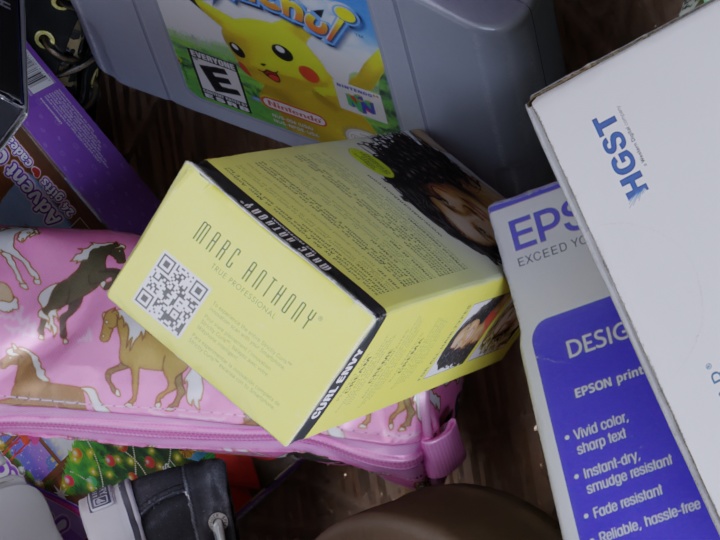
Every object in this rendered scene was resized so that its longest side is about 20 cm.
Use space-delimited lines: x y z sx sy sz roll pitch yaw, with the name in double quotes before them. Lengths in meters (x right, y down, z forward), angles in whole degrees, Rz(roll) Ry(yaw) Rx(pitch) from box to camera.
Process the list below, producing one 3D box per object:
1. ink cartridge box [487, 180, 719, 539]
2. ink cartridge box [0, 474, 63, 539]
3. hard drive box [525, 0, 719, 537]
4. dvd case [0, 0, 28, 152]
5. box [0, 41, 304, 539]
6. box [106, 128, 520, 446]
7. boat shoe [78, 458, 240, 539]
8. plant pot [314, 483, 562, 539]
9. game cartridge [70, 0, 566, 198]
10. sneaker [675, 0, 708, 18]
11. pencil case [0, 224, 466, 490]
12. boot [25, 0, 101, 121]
"ink cartridge box" 0.152 0.043 0.881 0.197 0.043 0.201 -19 68 16
"ink cartridge box" -0.171 0.188 1.194 0.146 0.083 0.200 63 145 13
"hard drive box" 0.169 -0.019 0.827 0.199 0.077 0.157 -27 66 11
"dvd case" -0.173 -0.068 1.119 0.150 0.025 0.201 -50 28 26
"box" -0.117 0.026 1.162 0.200 0.039 0.137 50 126 4
"box" 0.000 0.000 0.925 0.075 0.200 0.050 39 107 12
"boat shoe" -0.044 0.166 1.118 0.072 0.067 0.201 -122 14 -81
"plant pot" -0.008 0.189 0.984 0.200 0.174 0.202 25 123 46
"game cartridge" -0.023 -0.090 1.032 0.199 0.041 0.134 20 150 24
"sneaker" 0.127 -0.075 0.953 0.200 0.077 0.089 -42 51 33
"pencil case" -0.059 0.030 1.064 0.199 0.083 0.087 3 87 6
"boot" -0.115 -0.077 1.192 0.203 0.073 0.155 -6 88 54
